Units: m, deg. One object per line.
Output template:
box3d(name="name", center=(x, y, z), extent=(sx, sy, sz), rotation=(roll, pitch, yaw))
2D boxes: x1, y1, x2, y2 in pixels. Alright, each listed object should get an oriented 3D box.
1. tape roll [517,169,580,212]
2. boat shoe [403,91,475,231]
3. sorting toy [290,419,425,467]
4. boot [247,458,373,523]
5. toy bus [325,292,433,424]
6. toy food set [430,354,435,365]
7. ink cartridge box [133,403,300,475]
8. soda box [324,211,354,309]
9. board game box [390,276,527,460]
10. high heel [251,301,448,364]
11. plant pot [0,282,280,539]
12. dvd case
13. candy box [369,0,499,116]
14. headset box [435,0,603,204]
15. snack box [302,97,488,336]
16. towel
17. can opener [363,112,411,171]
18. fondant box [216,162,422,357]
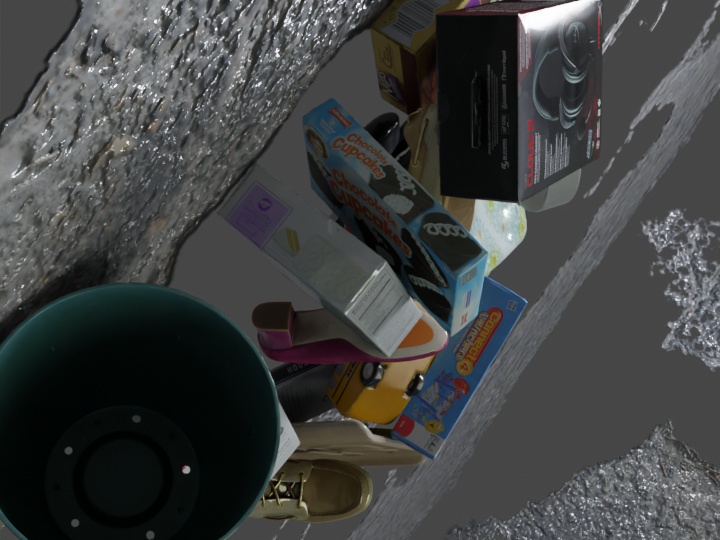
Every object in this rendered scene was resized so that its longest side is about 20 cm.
box3d(name="tape roll", center=(0.168, -0.158, 1.094), extent=(0.037, 0.203, 0.203), rotation=(-17, 153, -7))
box3d(name="boat shoe", center=(0.070, -0.116, 0.948), extent=(0.074, 0.069, 0.201), rotation=(-7, 111, -55))
box3d(name="sorting toy", center=(-0.041, 0.193, 1.209), extent=(0.200, 0.185, 0.037), rotation=(38, 49, -61))
box3d(name="boot", center=(-0.100, 0.236, 1.149), extent=(0.155, 0.199, 0.073), rotation=(30, 64, -69))
box3d(name="toy bus", center=(0.041, 0.067, 1.117), extent=(0.065, 0.078, 0.200), rotation=(17, 109, -32))
box3d(name="toy food set", center=(0.103, 0.014, 1.295), extent=(0.200, 0.060, 0.144), rotation=(-45, 135, -66))
box3d(name="ink cartridge box", center=(-0.148, 0.157, 0.997), extent=(0.146, 0.084, 0.200), rotation=(-49, 155, -18))
box3d(name="soda box", center=(0.000, 0.000, 1.152), extent=(0.071, 0.063, 0.200), rotation=(-48, 162, -20))
box3d(name="board game box", center=(0.115, 0.112, 1.225), extent=(0.200, 0.056, 0.196), rotation=(-59, 172, -1))
box3d(name="high heel", center=(-0.009, 0.073, 1.075), extent=(0.096, 0.199, 0.068), rotation=(72, 20, -62))
box3d(name="plant pot", center=(-0.170, 0.131, 0.771), extent=(0.201, 0.201, 0.161), rotation=(-45, 173, -27))
box3d(name="dvd case", center=(-0.037, 0.125, 1.220), extent=(0.200, 0.025, 0.150), rotation=(-23, 155, -11))
box3d(name="candy box", center=(0.095, -0.244, 0.968), extent=(0.200, 0.056, 0.117), rotation=(-51, 161, -13))
box3d(name="headset box", center=(0.133, -0.148, 0.891), extent=(0.200, 0.077, 0.149), rotation=(-28, 120, -53))
box3d(name="snack box", center=(0.027, -0.045, 0.916), extent=(0.037, 0.200, 0.116), rotation=(-36, 157, -16))
box3d(name="towel", center=(0.123, -0.078, 1.198), extent=(0.200, 0.048, 0.172), rotation=(-36, 116, -50))
box3d(name="can opener", center=(0.055, -0.129, 1.058), extent=(0.200, 0.063, 0.079), rotation=(-39, 164, -39))
box3d(name="fondant box", center=(-0.030, -0.003, 0.942), extent=(0.058, 0.144, 0.200), rotation=(-51, 162, -5))
